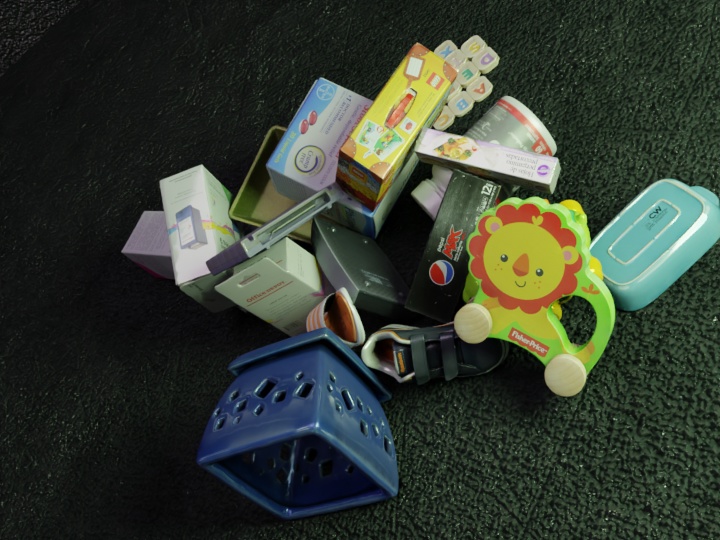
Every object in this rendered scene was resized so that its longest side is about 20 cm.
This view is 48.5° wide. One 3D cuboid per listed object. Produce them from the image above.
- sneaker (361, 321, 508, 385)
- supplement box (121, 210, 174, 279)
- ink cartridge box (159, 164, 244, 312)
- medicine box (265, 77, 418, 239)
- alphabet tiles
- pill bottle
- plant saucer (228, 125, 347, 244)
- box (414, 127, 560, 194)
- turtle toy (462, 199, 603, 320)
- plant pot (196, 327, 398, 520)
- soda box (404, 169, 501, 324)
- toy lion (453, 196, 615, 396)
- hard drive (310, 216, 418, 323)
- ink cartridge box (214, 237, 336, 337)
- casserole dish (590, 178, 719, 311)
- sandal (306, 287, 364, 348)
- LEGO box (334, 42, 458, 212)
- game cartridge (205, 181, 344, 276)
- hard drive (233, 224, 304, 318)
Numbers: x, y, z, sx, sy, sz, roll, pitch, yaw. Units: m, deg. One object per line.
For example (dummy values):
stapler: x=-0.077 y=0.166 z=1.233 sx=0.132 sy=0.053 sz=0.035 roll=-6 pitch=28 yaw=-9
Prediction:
sneaker: x=0.093 y=0.111 z=1.057 sx=0.198 sy=0.079 sz=0.079 roll=-5 pitch=100 yaw=32
supplement box: x=-0.347 y=-0.045 z=1.530 sx=0.199 sy=0.101 sz=0.104 roll=4 pitch=62 yaw=40
ink cartridge box: x=-0.253 y=-0.050 z=1.337 sx=0.087 sy=0.145 sz=0.202 roll=-18 pitch=65 yaw=11
medicine box: x=-0.021 y=-0.183 z=1.309 sx=0.199 sy=0.103 sz=0.183 roll=26 pitch=75 yaw=13
alphabet tiles: x=0.146 y=-0.331 z=1.409 sx=0.199 sy=0.015 sz=0.196 roll=-37 pitch=44 yaw=11
pill bottle: x=0.178 y=-0.147 z=1.174 sx=0.200 sy=0.114 sz=0.114 roll=-44 pitch=43 yaw=4
plant saucer: x=-0.098 y=-0.135 z=1.383 sx=0.198 sy=0.048 sz=0.201 roll=18 pitch=66 yaw=9
box: x=0.171 y=-0.151 z=1.093 sx=0.198 sy=0.041 sz=0.039 roll=18 pitch=83 yaw=22
turtle toy: x=0.217 y=-0.008 z=1.033 sx=0.200 sy=0.100 sz=0.147 roll=-49 pitch=27 yaw=35
plant pot: x=-0.072 y=0.199 z=1.065 sx=0.199 sy=0.200 sz=0.181 roll=-20 pitch=43 yaw=27
soda box: x=0.126 y=-0.033 z=1.099 sx=0.070 sy=0.063 sz=0.202 roll=21 pitch=98 yaw=8
toy lion: x=0.211 y=0.019 z=0.945 sx=0.199 sy=0.069 sz=0.193 roll=30 pitch=114 yaw=16
hard drive: x=0.000 y=0.000 z=1.200 sx=0.043 sy=0.134 sz=0.200 roll=-57 pitch=37 yaw=20
ink cartridge box: x=-0.113 y=0.024 z=1.210 sx=0.116 sy=0.200 sz=0.068 roll=-27 pitch=48 yaw=27
casserole dish: x=0.361 y=-0.039 z=1.004 sx=0.200 sy=0.039 sz=0.121 roll=-43 pitch=43 yaw=3
sandal: x=-0.047 y=0.090 z=1.141 sx=0.059 sy=0.207 sz=0.080 roll=-20 pitch=77 yaw=-20
LEGO box: x=0.049 y=-0.206 z=1.175 sx=0.077 sy=0.149 sz=0.201 roll=33 pitch=76 yaw=4
game cartridge: x=-0.127 y=-0.060 z=1.190 sx=0.200 sy=0.039 sz=0.129 roll=-37 pitch=5 yaw=-36
hard drive: x=-0.179 y=-0.024 z=1.429 sx=0.139 sy=0.033 sz=0.201 roll=22 pitch=75 yaw=46
